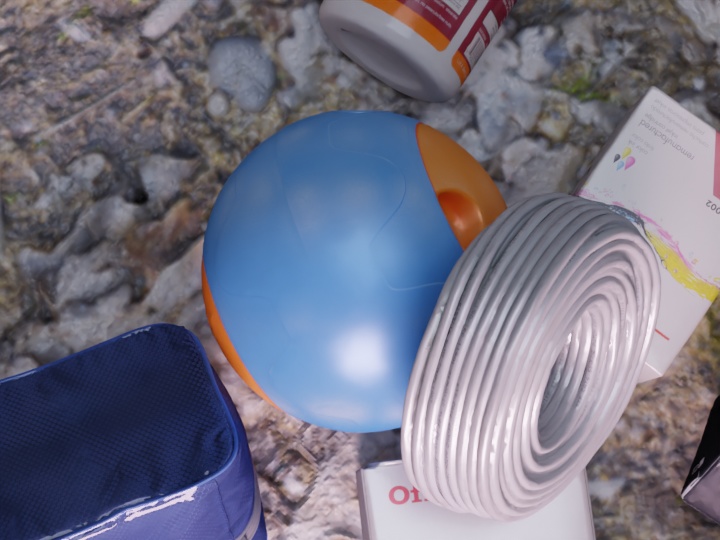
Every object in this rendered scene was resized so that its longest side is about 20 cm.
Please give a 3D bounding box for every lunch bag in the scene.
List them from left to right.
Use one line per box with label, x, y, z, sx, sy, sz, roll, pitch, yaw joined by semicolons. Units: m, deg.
lunch bag;-0.163;0.142;1.118;0.199;0.133;0.136;-19;50;-4

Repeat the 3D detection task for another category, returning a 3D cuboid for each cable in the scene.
cable;0.102;0.054;1.050;0.069;0.200;0.201;23;77;28

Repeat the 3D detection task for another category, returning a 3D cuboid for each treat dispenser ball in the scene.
treat dispenser ball;0.000;0.000;1.121;0.200;0.201;0.202;1;82;-4

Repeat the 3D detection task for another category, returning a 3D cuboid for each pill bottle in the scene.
pill bottle;0.067;-0.222;1.202;0.109;0.110;0.200;33;81;1

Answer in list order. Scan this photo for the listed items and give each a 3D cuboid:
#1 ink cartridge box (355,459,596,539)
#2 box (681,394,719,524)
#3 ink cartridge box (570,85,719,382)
ink cartridge box;0.080;0.218;1.155;0.147;0.086;0.201;-5;81;-6
box;0.343;0.107;1.123;0.200;0.197;0.118;34;38;2
ink cartridge box;0.181;-0.006;1.201;0.116;0.068;0.200;34;81;1
